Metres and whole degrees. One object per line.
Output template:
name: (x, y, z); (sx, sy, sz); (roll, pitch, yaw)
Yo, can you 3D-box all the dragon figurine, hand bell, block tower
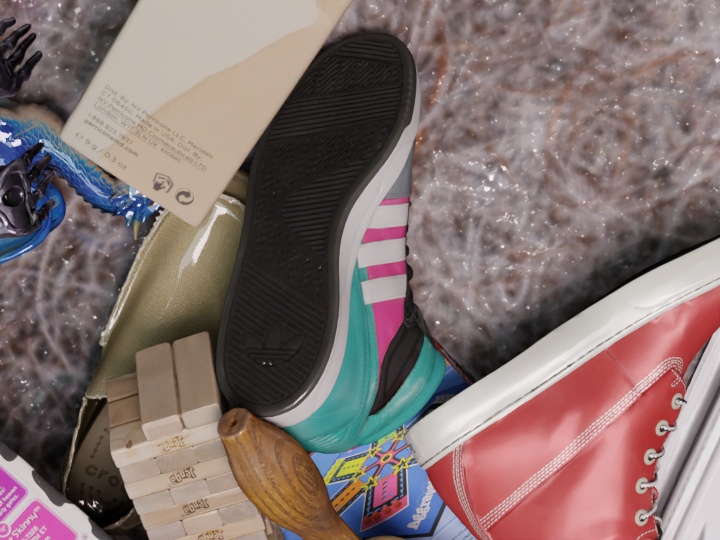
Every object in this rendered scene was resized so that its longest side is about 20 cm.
dragon figurine: (-0.177, -0.033, 0.901); (0.199, 0.059, 0.100); (-30, 102, 7)
hand bell: (-0.008, 0.125, 0.854); (0.103, 0.105, 0.200); (-27, 132, 8)
block tower: (-0.066, 0.125, 0.890); (0.053, 0.058, 0.201); (-15, 126, 1)

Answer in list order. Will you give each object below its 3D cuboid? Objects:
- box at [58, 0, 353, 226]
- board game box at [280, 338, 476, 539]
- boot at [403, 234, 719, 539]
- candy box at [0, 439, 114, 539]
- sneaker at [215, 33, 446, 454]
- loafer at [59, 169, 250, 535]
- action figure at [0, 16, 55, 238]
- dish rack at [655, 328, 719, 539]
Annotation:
box: (-0.045, -0.128, 0.825); (0.077, 0.095, 0.200); (33, 124, -7)
board game box: (-0.004, 0.137, 0.963); (0.200, 0.019, 0.103); (-40, 102, 11)
boot: (0.140, 0.081, 0.895); (0.199, 0.072, 0.145); (-35, 84, 4)
candy box: (-0.162, 0.138, 0.881); (0.200, 0.137, 0.061); (39, 67, 6)
sneaker: (0.000, 0.000, 0.893); (0.083, 0.121, 0.202); (6, 64, 24)
loafer: (-0.091, 0.047, 0.916); (0.075, 0.067, 0.202); (20, 105, -4)
action figure: (-0.215, -0.044, 0.789); (0.198, 0.102, 0.120); (-5, 105, 29)
dish rack: (0.248, 0.118, 0.942); (0.198, 0.044, 0.173); (21, 104, -5)
